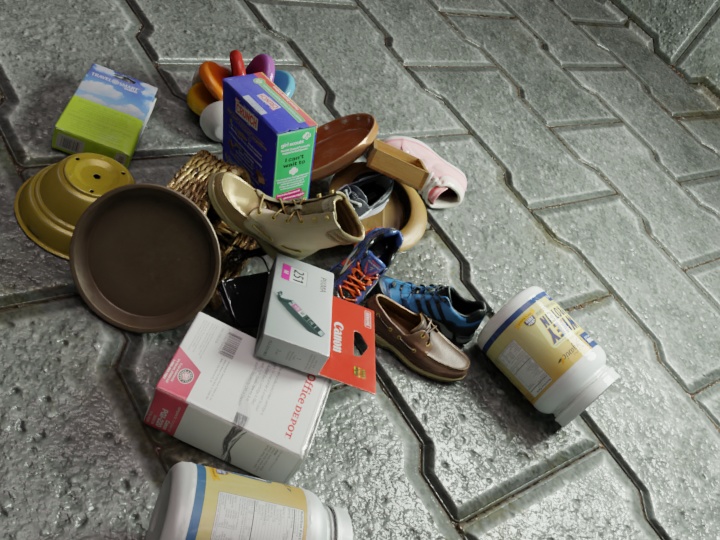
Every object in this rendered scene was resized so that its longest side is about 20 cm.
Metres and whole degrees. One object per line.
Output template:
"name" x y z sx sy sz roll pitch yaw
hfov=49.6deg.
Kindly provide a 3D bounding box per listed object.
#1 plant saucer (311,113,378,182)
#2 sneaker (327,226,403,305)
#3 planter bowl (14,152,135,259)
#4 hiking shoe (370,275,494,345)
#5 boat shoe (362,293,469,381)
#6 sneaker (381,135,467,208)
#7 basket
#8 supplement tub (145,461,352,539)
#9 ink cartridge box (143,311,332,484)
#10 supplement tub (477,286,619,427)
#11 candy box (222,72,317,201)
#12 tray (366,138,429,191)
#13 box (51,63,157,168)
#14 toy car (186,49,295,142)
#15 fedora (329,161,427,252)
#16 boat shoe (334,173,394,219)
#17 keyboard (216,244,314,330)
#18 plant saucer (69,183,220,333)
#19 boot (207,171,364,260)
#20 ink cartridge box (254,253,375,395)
"plant saucer" -0.058 -0.214 1.389 0.032 0.200 0.200 60 29 -29
"sneaker" 0.000 0.000 1.227 0.075 0.078 0.200 40 65 -14
"planter bowl" -0.389 -0.111 1.131 0.200 0.084 0.201 18 41 -16
"hiking shoe" 0.114 0.045 1.287 0.200 0.087 0.074 23 41 -11
"boat shoe" 0.088 0.106 1.224 0.200 0.068 0.072 31 40 -1
"sneaker" 0.124 -0.191 1.542 0.200 0.075 0.105 27 35 -12
"basket" -0.218 -0.072 1.151 0.149 0.143 0.200 30 38 -4
"supplement tub" -0.123 0.297 0.836 0.200 0.145 0.145 18 42 -16
"ink cartridge box" -0.152 0.164 1.000 0.200 0.085 0.146 26 40 -4
"supplement tub" 0.304 0.140 1.267 0.144 0.145 0.200 -24 64 -45
"candy box" -0.151 -0.186 1.241 0.077 0.200 0.169 -22 52 -28
"tray" 0.060 -0.185 1.340 0.098 0.037 0.200 24 13 -5
"box" -0.418 -0.255 1.287 0.122 0.048 0.200 20 41 -15
"toy car" -0.206 -0.327 1.415 0.200 0.150 0.175 4 47 -29
"fedora" 0.021 -0.099 1.379 0.200 0.082 0.201 14 52 -18
"boat shoe" -0.017 -0.106 1.262 0.200 0.068 0.072 -29 73 -39
"keyboard" -0.136 0.017 1.168 0.200 0.021 0.127 -10 77 -52
"plant saucer" -0.285 -0.016 1.041 0.200 0.200 0.029 27 7 -5
"boot" -0.103 -0.086 1.101 0.200 0.155 0.073 45 45 -39
"ink cartridge box" -0.051 0.071 1.086 0.173 0.044 0.200 20 30 -12
